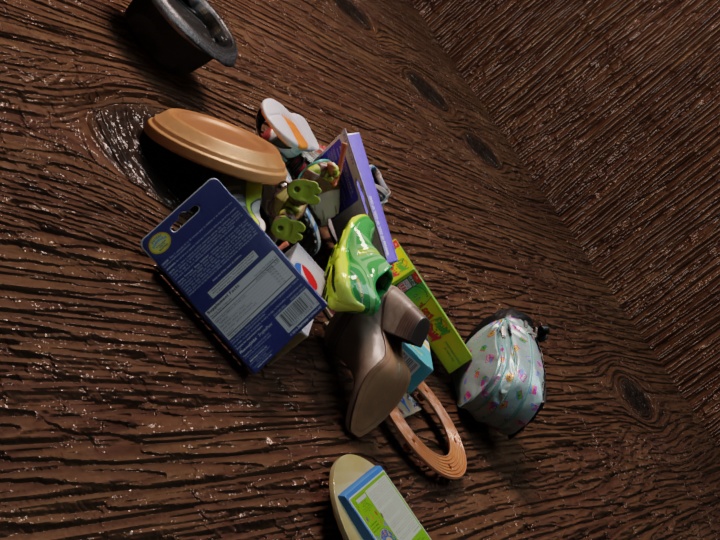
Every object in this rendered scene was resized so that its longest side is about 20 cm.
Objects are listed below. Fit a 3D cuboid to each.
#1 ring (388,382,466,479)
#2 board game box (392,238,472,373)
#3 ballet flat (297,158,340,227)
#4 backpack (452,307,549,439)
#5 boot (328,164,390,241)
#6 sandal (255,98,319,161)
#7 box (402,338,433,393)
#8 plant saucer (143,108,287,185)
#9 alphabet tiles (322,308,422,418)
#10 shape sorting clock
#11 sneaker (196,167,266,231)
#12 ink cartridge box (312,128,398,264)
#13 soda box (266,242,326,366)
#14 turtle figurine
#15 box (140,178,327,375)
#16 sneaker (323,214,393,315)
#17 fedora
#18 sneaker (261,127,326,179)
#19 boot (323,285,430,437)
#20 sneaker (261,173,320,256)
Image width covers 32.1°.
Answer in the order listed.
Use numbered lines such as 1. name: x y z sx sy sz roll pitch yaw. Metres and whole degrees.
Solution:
1. ring: 0.079 0.206 1.738 0.200 0.019 0.201 45 19 -20
2. board game box: 0.096 0.056 1.939 0.201 0.047 0.102 55 3 -32
3. ballet flat: -0.062 -0.103 1.832 0.200 0.067 0.073 135 -63 -72
4. backpack: 0.219 0.169 1.980 0.126 0.167 0.201 24 30 -15
5. boot: 0.002 -0.101 2.022 0.073 0.095 0.201 40 22 -29
6. sandal: -0.114 -0.195 1.843 0.080 0.059 0.207 61 11 9
7. box: 0.055 0.099 1.773 0.082 0.049 0.200 43 11 -11
8. plant saucer: -0.186 -0.168 1.651 0.199 0.038 0.200 21 12 -5
9. alphabet tiles: 0.016 0.122 1.780 0.201 0.006 0.166 56 19 11
10. shape sorting clock: 0.026 0.301 1.420 0.200 0.039 0.200 46 18 -20
11. sneaker: -0.173 -0.067 1.612 0.080 0.074 0.201 21 31 -21
12. ink cartridge box: -0.002 -0.095 1.836 0.200 0.043 0.200 150 -77 -73
13. soda box: -0.096 0.040 1.571 0.064 0.068 0.200 48 18 -12
14. turtle figurine: -0.082 -0.091 1.612 0.064 0.201 0.161 38 1 -6
15. box: -0.147 0.005 1.437 0.200 0.121 0.032 50 -12 -9
16. sneaker: 0.000 0.000 1.635 0.083 0.074 0.201 23 33 -9
17. fedora: -0.276 -0.358 1.845 0.201 0.091 0.201 44 20 -20
18. sneaker: -0.088 -0.173 1.971 0.199 0.078 0.083 27 31 -51
19. boot: 0.003 0.109 1.634 0.146 0.201 0.070 19 -21 47
20. sneaker: -0.114 -0.107 1.792 0.201 0.072 0.072 55 32 10
